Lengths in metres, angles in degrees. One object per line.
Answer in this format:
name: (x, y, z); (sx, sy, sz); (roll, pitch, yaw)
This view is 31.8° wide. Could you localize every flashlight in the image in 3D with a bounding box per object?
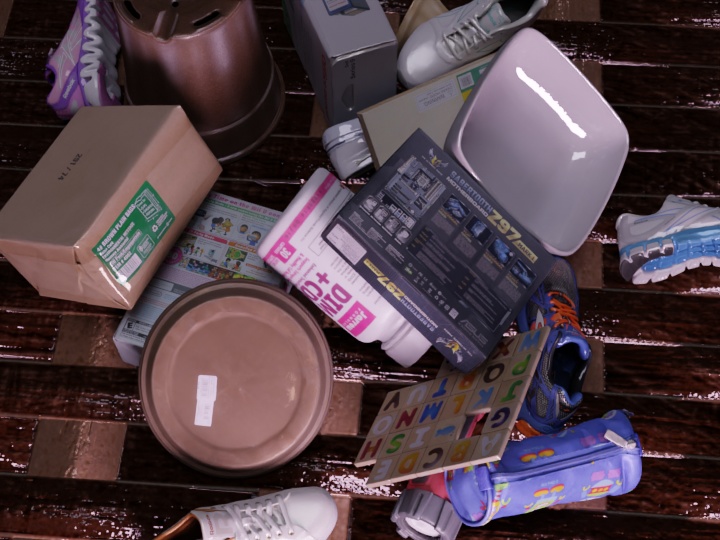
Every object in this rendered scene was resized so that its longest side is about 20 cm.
flashlight: (0.098, 0.176, 1.258); (0.067, 0.068, 0.201); (25, 58, 7)

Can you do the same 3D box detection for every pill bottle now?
pill bottle: (0.000, 0.000, 1.299); (0.199, 0.113, 0.114); (39, 66, -4)

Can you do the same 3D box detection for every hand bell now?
hand bell: (0.143, -0.249, 1.502); (0.198, 0.104, 0.105); (30, 64, 4)

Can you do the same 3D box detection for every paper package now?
paper package: (-0.272, -0.074, 1.349); (0.189, 0.104, 0.201); (5, 54, 43)

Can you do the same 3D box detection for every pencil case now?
pencil case: (0.179, 0.186, 1.199); (0.197, 0.087, 0.079); (-8, 70, -25)

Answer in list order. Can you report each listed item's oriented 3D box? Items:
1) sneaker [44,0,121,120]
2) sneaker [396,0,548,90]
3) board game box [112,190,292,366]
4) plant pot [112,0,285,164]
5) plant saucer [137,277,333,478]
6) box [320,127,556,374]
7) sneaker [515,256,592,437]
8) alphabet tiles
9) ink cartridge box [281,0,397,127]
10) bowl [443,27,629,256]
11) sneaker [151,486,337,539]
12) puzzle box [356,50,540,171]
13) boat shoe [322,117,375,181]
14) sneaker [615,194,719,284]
sneaker: (-0.339, -0.260, 1.524); (0.087, 0.081, 0.203); (-14, 56, 13)
sneaker: (0.126, -0.273, 1.429); (0.199, 0.080, 0.071); (-34, 97, -7)
board game box: (-0.156, 0.020, 1.356); (0.145, 0.065, 0.202); (17, 63, 11)
plant pot: (-0.191, -0.256, 1.440); (0.196, 0.199, 0.203); (-1, 60, 2)
plant saucer: (-0.123, 0.110, 1.257); (0.196, 0.029, 0.204); (-1, 96, -6)
box: (0.080, -0.022, 1.251); (0.200, 0.051, 0.158); (43, 54, -2)
sneaker: (0.205, 0.073, 1.287); (0.074, 0.078, 0.203); (18, 58, -22)
alphabet tiles: (0.082, 0.134, 1.221); (0.198, 0.008, 0.168); (-21, 29, 41)
ink cartridge box: (-0.028, -0.280, 1.477); (0.086, 0.146, 0.202); (-16, 59, -8)
bowl: (0.182, -0.131, 1.369); (0.199, 0.074, 0.201); (42, 61, -19)
sneaker: (-0.114, 0.254, 1.206); (0.197, 0.085, 0.073); (-21, 59, -12)
puzzle box: (0.106, -0.151, 1.418); (0.197, 0.025, 0.135); (-24, 105, -13)
boat shoe: (0.056, -0.155, 1.455); (0.197, 0.074, 0.068); (-20, 81, -4)
sneaker: (0.370, -0.050, 1.371); (0.196, 0.075, 0.088); (-7, 54, -2)
